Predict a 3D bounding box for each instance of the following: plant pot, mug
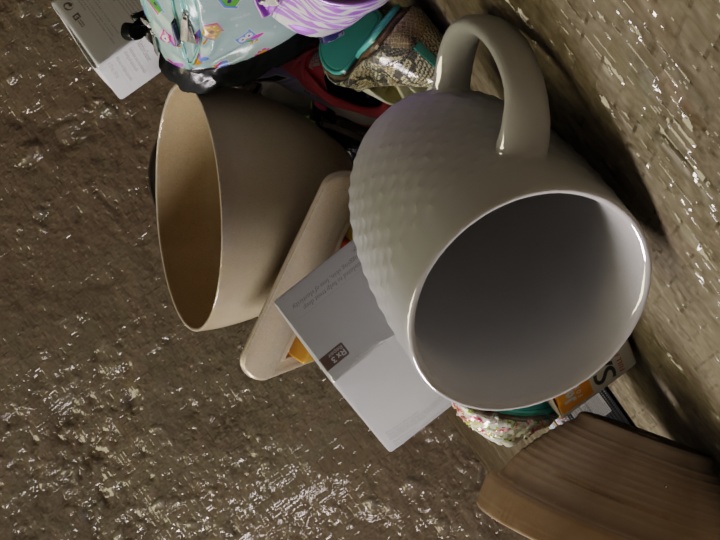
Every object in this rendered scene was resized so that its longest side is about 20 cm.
[{"bbox_3d":[0.192,0.161,1.059,0.200,0.093,0.201,20,180,0],"label":"plant pot"},{"bbox_3d":[0.069,-0.050,0.850,0.176,0.147,0.201,-120,28,-52],"label":"mug"},{"bbox_3d":[-0.079,-0.055,1.197,0.200,0.134,0.201,176,90,-69],"label":"plant pot"}]

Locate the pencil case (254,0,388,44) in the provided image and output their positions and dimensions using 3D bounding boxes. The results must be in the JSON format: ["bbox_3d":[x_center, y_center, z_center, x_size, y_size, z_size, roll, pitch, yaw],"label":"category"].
[{"bbox_3d":[-0.021,-0.196,0.928,0.200,0.085,0.084,-168,62,-81],"label":"pencil case"}]

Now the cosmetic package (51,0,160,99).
[{"bbox_3d":[-0.174,-0.258,1.352,0.081,0.200,0.113,55,178,8],"label":"cosmetic package"}]

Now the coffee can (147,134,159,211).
[{"bbox_3d":[-0.098,-0.072,1.416,0.147,0.146,0.200,53,-175,22],"label":"coffee can"}]

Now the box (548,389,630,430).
[{"bbox_3d":[0.231,0.177,1.326,0.200,0.044,0.160,55,175,1],"label":"box"}]

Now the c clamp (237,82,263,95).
[{"bbox_3d":[-0.044,-0.133,1.309,0.200,0.171,0.027,46,140,-19],"label":"c clamp"}]

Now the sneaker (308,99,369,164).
[{"bbox_3d":[-0.020,-0.149,1.254,0.200,0.087,0.074,56,175,-18],"label":"sneaker"}]

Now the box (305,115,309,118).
[{"bbox_3d":[0.012,-0.055,1.410,0.122,0.047,0.201,13,-123,-76],"label":"box"}]

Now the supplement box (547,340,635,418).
[{"bbox_3d":[0.107,-0.005,1.076,0.200,0.073,0.126,51,175,39],"label":"supplement box"}]

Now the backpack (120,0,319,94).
[{"bbox_3d":[-0.094,-0.239,1.074,0.127,0.167,0.200,42,156,32],"label":"backpack"}]

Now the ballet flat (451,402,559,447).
[{"bbox_3d":[0.127,0.101,1.124,0.076,0.064,0.200,35,-152,24],"label":"ballet flat"}]

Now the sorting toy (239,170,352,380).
[{"bbox_3d":[0.000,0.000,1.181,0.036,0.186,0.200,34,-160,22],"label":"sorting toy"}]

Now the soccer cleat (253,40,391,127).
[{"bbox_3d":[-0.050,-0.171,1.174,0.199,0.067,0.076,25,177,6],"label":"soccer cleat"}]

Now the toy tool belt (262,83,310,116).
[{"bbox_3d":[-0.072,-0.195,1.476,0.200,0.124,0.124,84,-173,-75],"label":"toy tool belt"}]

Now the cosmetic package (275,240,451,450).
[{"bbox_3d":[0.023,0.051,1.097,0.081,0.113,0.200,51,175,26],"label":"cosmetic package"}]

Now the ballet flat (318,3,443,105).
[{"bbox_3d":[0.021,-0.148,1.036,0.075,0.068,0.200,39,178,-15],"label":"ballet flat"}]
